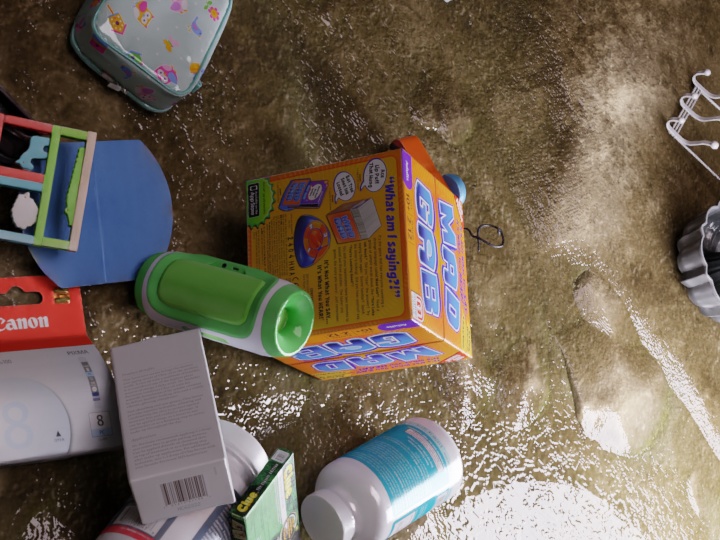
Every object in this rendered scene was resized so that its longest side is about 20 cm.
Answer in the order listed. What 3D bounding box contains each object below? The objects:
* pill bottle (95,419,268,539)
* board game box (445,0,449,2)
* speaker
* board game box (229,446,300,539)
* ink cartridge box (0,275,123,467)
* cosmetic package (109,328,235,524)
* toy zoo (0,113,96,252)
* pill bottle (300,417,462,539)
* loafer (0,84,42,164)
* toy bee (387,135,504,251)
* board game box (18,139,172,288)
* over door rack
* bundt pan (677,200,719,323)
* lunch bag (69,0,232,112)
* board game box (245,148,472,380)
[{"bbox_3d":[-0.185,0.260,1.612,0.120,0.119,0.200,50,49,-15],"label":"pill bottle"},{"bbox_3d":[0.099,-0.509,2.165,0.200,0.064,0.148,41,52,-24],"label":"board game box"},{"bbox_3d":[-0.151,0.035,1.661,0.088,0.199,0.089,-28,125,-50],"label":"speaker"},{"bbox_3d":[-0.100,0.298,1.651,0.105,0.023,0.201,-49,148,-41],"label":"board game box"},{"bbox_3d":[-0.339,0.100,1.586,0.160,0.047,0.201,-3,79,-41],"label":"ink cartridge box"},{"bbox_3d":[-0.198,0.160,1.581,0.101,0.071,0.200,-12,42,-5],"label":"cosmetic package"},{"bbox_3d":[-0.386,-0.100,1.583,0.199,0.020,0.132,11,84,-16],"label":"toy zoo"},{"bbox_3d":[0.022,0.258,1.795,0.200,0.111,0.111,-24,91,-43],"label":"pill bottle"},{"bbox_3d":[-0.418,-0.202,1.615,0.200,0.063,0.072,47,51,-18],"label":"loafer"},{"bbox_3d":[0.087,-0.074,1.990,0.130,0.109,0.201,5,47,-31],"label":"toy bee"},{"bbox_3d":[-0.301,-0.063,1.682,0.199,0.039,0.159,-7,91,-43],"label":"board game box"},{"bbox_3d":[0.599,-0.218,2.484,0.200,0.067,0.148,49,51,-16],"label":"over door rack"},{"bbox_3d":[0.572,-0.005,2.379,0.201,0.076,0.203,15,65,-35],"label":"bundt pan"},{"bbox_3d":[-0.243,-0.291,1.787,0.160,0.077,0.201,39,54,-25],"label":"lunch bag"},{"bbox_3d":[0.000,0.000,1.762,0.200,0.199,0.201,33,51,-61],"label":"board game box"}]
